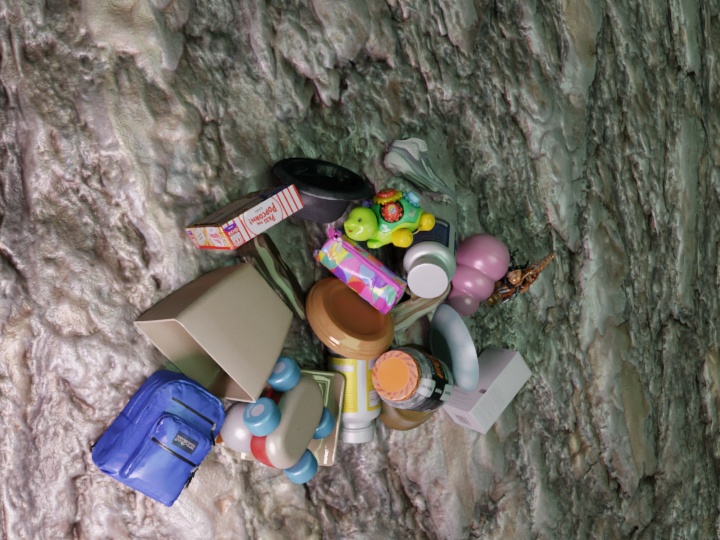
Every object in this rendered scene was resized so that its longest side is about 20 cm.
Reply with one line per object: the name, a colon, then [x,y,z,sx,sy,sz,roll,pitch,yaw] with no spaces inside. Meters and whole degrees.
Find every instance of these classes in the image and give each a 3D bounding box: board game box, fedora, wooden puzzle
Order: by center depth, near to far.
board game box: [-0.211,-0.094,1.115,0.151,0.200,0.046,-34,109,-25]
fedora: [-0.082,-0.149,1.235,0.200,0.201,0.092,2,121,-31]
wooden puzzle: [-0.140,0.285,1.242,0.199,0.046,0.186,7,88,-6]

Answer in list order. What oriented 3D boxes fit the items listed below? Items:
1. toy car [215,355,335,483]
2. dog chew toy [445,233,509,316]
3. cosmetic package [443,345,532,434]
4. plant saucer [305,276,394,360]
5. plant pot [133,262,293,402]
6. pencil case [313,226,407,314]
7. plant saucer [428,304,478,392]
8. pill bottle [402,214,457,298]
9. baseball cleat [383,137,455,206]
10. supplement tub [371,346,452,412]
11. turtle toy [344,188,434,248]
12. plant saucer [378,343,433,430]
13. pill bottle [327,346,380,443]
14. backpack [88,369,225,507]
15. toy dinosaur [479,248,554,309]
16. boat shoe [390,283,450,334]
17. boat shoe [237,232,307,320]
toy car: [-0.183,0.272,1.154,0.185,0.200,0.177,62,37,-36]
dog chew toy: [0.263,0.016,1.455,0.124,0.124,0.200,32,82,-28]
cosmetic package: [0.301,0.280,1.492,0.200,0.113,0.081,-47,114,-22]
plant saucer: [-0.014,0.088,1.266,0.200,0.037,0.200,20,43,-20]
plant pot: [-0.244,0.096,1.119,0.200,0.200,0.177,51,57,-22]
pencil case: [0.000,0.000,1.270,0.200,0.088,0.088,39,71,1]
plant saucer: [0.193,0.175,1.376,0.039,0.201,0.202,-16,101,-17]
pill bottle: [0.148,-0.028,1.330,0.111,0.111,0.200,55,24,-21]
baseball cleat: [0.147,-0.229,1.401,0.200,0.070,0.107,28,78,-30]
supplement tub: [0.106,0.224,1.279,0.200,0.122,0.123,30,75,-62]
turtle toy: [0.049,-0.108,1.284,0.200,0.146,0.101,-35,122,-36]
plant saucer: [0.118,0.269,1.424,0.200,0.035,0.201,-2,94,-31]
pill bottle: [-0.013,0.249,1.300,0.111,0.111,0.201,-2,93,-31]
backpack: [-0.329,0.286,1.083,0.163,0.168,0.200,45,67,-32]
toy dinosaur: [0.372,0.022,1.504,0.199,0.136,0.102,-14,122,12]
boat shoe: [0.121,0.063,1.397,0.200,0.076,0.072,-36,106,-27]
boat shoe: [-0.173,0.021,1.230,0.075,0.075,0.203,-23,115,8]
